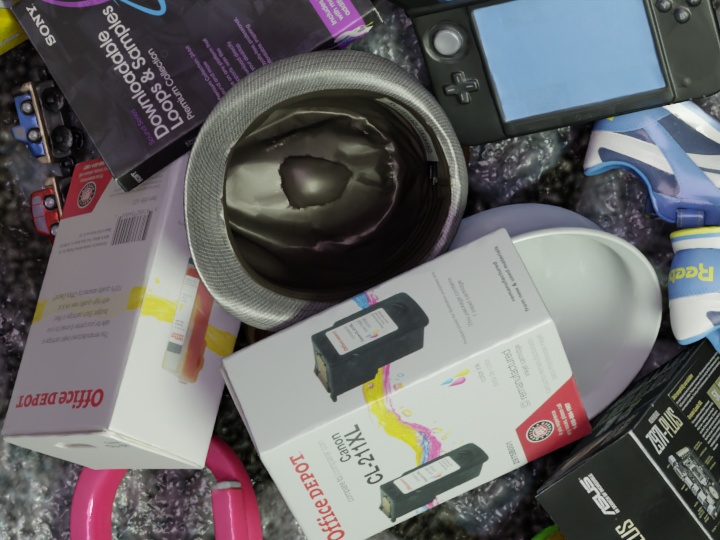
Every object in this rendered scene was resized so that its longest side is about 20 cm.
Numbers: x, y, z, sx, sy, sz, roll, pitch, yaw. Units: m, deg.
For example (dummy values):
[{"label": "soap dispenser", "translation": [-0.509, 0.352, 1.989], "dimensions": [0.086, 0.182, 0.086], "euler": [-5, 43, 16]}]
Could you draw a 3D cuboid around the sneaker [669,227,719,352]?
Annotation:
[{"label": "sneaker", "translation": [0.284, 0.036, 1.716], "dimensions": [0.199, 0.074, 0.083], "euler": [20, 70, -25]}]

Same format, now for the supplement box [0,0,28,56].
[{"label": "supplement box", "translation": [-0.293, -0.186, 1.685], "dimensions": [0.109, 0.200, 0.109], "euler": [-29, 89, 9]}]

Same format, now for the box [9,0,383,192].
[{"label": "box", "translation": [-0.107, -0.163, 1.636], "dimensions": [0.199, 0.036, 0.143], "euler": [-34, 74, 2]}]

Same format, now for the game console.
[{"label": "game console", "translation": [0.124, -0.154, 1.655], "dimensions": [0.199, 0.117, 0.177], "euler": [-11, 117, 16]}]

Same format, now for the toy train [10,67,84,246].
[{"label": "toy train", "translation": [-0.206, -0.040, 1.776], "dimensions": [0.046, 0.034, 0.201], "euler": [-12, 91, 13]}]

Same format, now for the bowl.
[{"label": "bowl", "translation": [0.095, 0.025, 1.724], "dimensions": [0.200, 0.091, 0.202], "euler": [-13, 132, -14]}]

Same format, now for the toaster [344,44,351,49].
[{"label": "toaster", "translation": [-0.081, -0.218, 1.730], "dimensions": [0.180, 0.119, 0.201], "euler": [18, 91, 1]}]

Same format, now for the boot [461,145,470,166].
[{"label": "boot", "translation": [-0.028, -0.089, 1.762], "dimensions": [0.199, 0.097, 0.075], "euler": [6, 87, -28]}]

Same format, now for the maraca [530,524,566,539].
[{"label": "maraca", "translation": [0.193, 0.242, 1.737], "dimensions": [0.199, 0.107, 0.138], "euler": [21, 61, -14]}]

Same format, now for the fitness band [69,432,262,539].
[{"label": "fitness band", "translation": [-0.134, 0.203, 1.738], "dimensions": [0.143, 0.037, 0.201], "euler": [-8, 81, 29]}]

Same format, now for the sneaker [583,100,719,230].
[{"label": "sneaker", "translation": [0.242, -0.054, 1.753], "dimensions": [0.199, 0.074, 0.082], "euler": [34, 87, 9]}]

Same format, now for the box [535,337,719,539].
[{"label": "box", "translation": [0.222, 0.156, 1.682], "dimensions": [0.086, 0.200, 0.164], "euler": [-37, 91, 28]}]

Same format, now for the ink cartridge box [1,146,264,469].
[{"label": "ink cartridge box", "translation": [-0.147, 0.027, 1.689], "dimensions": [0.083, 0.145, 0.201], "euler": [24, 72, -33]}]

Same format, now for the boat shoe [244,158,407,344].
[{"label": "boat shoe", "translation": [-0.001, 0.000, 1.723], "dimensions": [0.072, 0.068, 0.200], "euler": [23, 116, -35]}]

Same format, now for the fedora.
[{"label": "fedora", "translation": [-0.034, -0.053, 1.623], "dimensions": [0.199, 0.090, 0.178], "euler": [-15, 104, -21]}]

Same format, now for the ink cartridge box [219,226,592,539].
[{"label": "ink cartridge box", "translation": [0.030, 0.081, 1.612], "dimensions": [0.199, 0.146, 0.083], "euler": [-26, 54, 0]}]
